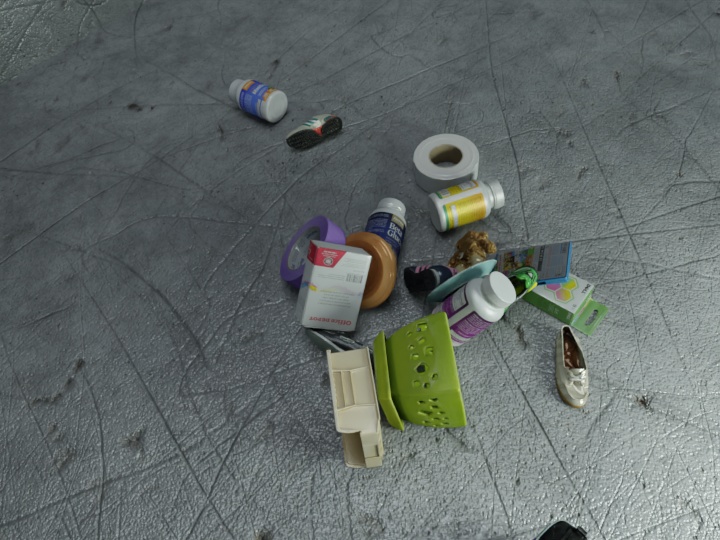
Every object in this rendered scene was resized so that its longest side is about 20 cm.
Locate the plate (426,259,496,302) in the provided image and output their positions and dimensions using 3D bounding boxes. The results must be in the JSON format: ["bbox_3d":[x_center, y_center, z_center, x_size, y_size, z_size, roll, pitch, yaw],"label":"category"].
[{"bbox_3d":[0.255,0.035,1.476,0.199,0.200,0.026,-25,72,-11],"label":"plate"}]

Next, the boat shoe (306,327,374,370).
[{"bbox_3d":[-0.042,0.188,1.476,0.199,0.076,0.060,32,63,14],"label":"boat shoe"}]

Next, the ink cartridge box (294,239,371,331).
[{"bbox_3d":[-0.070,0.038,1.480,0.146,0.202,0.086,9,14,-22],"label":"ink cartridge box"}]

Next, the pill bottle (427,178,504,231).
[{"bbox_3d":[0.299,-0.191,1.683,0.198,0.113,0.113,-19,53,-6],"label":"pill bottle"}]

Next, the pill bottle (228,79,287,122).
[{"bbox_3d":[-0.362,-0.601,2.081,0.199,0.113,0.112,28,61,24],"label":"pill bottle"}]

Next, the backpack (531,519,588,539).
[{"bbox_3d":[0.352,0.582,1.073,0.199,0.152,0.177,-30,52,-24],"label":"backpack"}]

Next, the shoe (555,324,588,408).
[{"bbox_3d":[0.488,0.220,1.387,0.069,0.054,0.202,-2,53,7],"label":"shoe"}]

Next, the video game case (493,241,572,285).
[{"bbox_3d":[0.433,-0.009,1.522,0.198,0.018,0.144,-10,36,31],"label":"video game case"}]

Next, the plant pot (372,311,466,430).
[{"bbox_3d":[0.130,0.238,1.339,0.179,0.201,0.201,-12,52,8],"label":"plant pot"}]

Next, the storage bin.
[{"bbox_3d":[-0.008,0.304,1.302,0.093,0.201,0.200,-8,52,-1],"label":"storage bin"}]

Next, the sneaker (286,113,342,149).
[{"bbox_3d":[-0.162,-0.470,1.995,0.198,0.071,0.094,-26,36,-9],"label":"sneaker"}]

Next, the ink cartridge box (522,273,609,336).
[{"bbox_3d":[0.514,0.066,1.495,0.199,0.060,0.104,32,63,27],"label":"ink cartridge box"}]

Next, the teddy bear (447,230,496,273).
[{"bbox_3d":[0.294,-0.035,1.566,0.145,0.067,0.200,-46,11,11],"label":"teddy bear"}]

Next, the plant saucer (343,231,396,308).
[{"bbox_3d":[0.000,0.000,1.551,0.198,0.037,0.203,1,92,32],"label":"plant saucer"}]

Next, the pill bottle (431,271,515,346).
[{"bbox_3d":[0.269,0.089,1.413,0.111,0.200,0.113,23,47,-26],"label":"pill bottle"}]

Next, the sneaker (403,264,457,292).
[{"bbox_3d":[0.178,0.019,1.528,0.081,0.071,0.200,-12,7,-20],"label":"sneaker"}]

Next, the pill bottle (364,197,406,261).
[{"bbox_3d":[0.066,-0.101,1.648,0.110,0.112,0.201,8,55,13],"label":"pill bottle"}]

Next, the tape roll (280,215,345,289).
[{"bbox_3d":[-0.129,-0.045,1.592,0.200,0.065,0.201,-36,36,32],"label":"tape roll"}]

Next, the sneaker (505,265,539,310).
[{"bbox_3d":[0.342,0.059,1.460,0.078,0.200,0.085,52,28,13],"label":"sneaker"}]

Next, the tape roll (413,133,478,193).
[{"bbox_3d":[0.261,-0.324,1.815,0.200,0.071,0.204,-4,52,5],"label":"tape roll"}]
